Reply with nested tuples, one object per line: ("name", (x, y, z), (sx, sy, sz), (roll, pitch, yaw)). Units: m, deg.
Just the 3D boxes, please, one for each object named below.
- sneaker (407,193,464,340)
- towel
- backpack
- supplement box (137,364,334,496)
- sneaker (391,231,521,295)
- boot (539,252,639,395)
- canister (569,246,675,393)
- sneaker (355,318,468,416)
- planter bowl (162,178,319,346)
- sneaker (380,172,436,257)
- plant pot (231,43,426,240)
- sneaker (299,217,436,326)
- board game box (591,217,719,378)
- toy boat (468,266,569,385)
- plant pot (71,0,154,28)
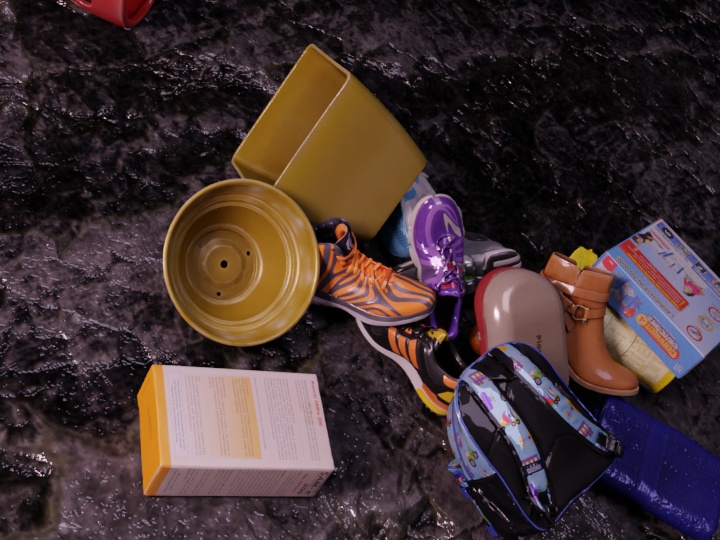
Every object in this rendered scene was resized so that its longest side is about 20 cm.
("sneaker", (0.113, -0.001, 1.365), (0.080, 0.201, 0.083), (-7, 11, -14))
("towel", (0.396, 0.269, 1.401), (0.199, 0.050, 0.148), (31, 47, -1))
("backpack", (0.184, 0.198, 1.241), (0.182, 0.135, 0.200), (-34, 85, -33))
("supplement box", (-0.140, 0.180, 1.145), (0.199, 0.074, 0.126), (7, 50, -25))
("sneaker", (0.120, -0.008, 1.476), (0.199, 0.075, 0.116), (-7, 26, -14))
("boot", (0.318, 0.076, 1.423), (0.199, 0.155, 0.074), (23, 13, 0))
("canister", (0.380, 0.075, 1.529), (0.200, 0.087, 0.149), (33, 42, -2))
("sneaker", (0.077, 0.090, 1.337), (0.070, 0.090, 0.200), (-26, 69, -42))
("planter bowl", (-0.156, -0.009, 1.267), (0.199, 0.083, 0.202), (0, 89, -27))
("sneaker", (0.071, -0.091, 1.485), (0.080, 0.077, 0.201), (13, 38, -16))
("plant pot", (-0.032, -0.157, 1.391), (0.176, 0.200, 0.200), (31, 11, -28))
("sneaker", (0.000, 0.000, 1.309), (0.199, 0.112, 0.078), (10, 42, 10))
("board game box", (0.453, 0.035, 1.511), (0.195, 0.056, 0.200), (-24, 68, -47))
("toy boat", (0.196, 0.094, 1.384), (0.130, 0.130, 0.201), (-13, 102, -33))
("plant pot", (-0.382, -0.475, 1.491), (0.182, 0.201, 0.201), (21, 45, -1))
